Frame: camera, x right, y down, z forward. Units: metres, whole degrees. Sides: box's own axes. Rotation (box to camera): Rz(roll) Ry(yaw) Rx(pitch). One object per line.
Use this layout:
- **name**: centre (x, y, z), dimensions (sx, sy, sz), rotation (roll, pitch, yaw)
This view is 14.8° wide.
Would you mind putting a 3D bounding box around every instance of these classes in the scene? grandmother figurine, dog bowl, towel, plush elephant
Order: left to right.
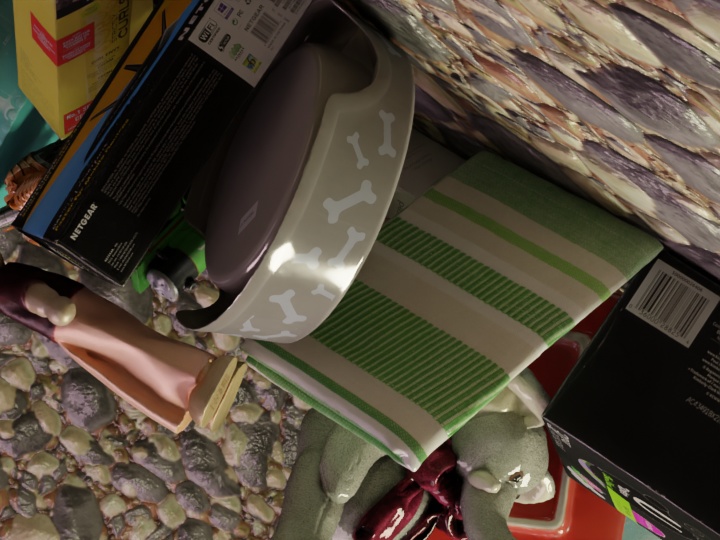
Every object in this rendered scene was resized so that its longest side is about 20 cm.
- **grandmother figurine**: centre (-0.166, 0.027, 1.561), dimensions (0.199, 0.061, 0.121), rotation (26, 168, 9)
- **dog bowl**: centre (-0.036, -0.051, 1.521), dimensions (0.058, 0.201, 0.200), rotation (21, 179, -19)
- **plush elephant**: centre (0.045, 0.128, 1.655), dimensions (0.154, 0.201, 0.165), rotation (-2, 148, 15)
- **towel**: centre (0.050, 0.018, 1.559), dimensions (0.152, 0.200, 0.023), rotation (30, 150, 40)

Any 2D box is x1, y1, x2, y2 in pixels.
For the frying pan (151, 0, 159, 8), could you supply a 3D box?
- **frying pan**: centre (-0.100, -0.108, 1.723), dimensions (0.115, 0.031, 0.191), rotation (35, 158, 51)

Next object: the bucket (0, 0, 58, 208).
- **bucket**: centre (-0.260, -0.139, 1.814), dimensions (0.134, 0.208, 0.207), rotation (31, 174, 4)

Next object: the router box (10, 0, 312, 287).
- **router box**: centre (-0.112, -0.091, 1.551), dimensions (0.051, 0.201, 0.149), rotation (35, 174, -16)

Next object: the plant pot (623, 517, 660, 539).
- **plant pot**: centre (0.230, 0.278, 2.653), dimensions (0.200, 0.196, 0.196), rotation (49, 168, -29)

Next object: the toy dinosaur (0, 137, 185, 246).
- **toy dinosaur**: centre (-0.180, -0.048, 1.773), dimensions (0.200, 0.135, 0.103), rotation (-102, -10, -70)

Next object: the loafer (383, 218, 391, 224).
- **loafer**: centre (0.000, 0.000, 1.668), dimensions (0.200, 0.068, 0.076), rotation (32, 148, 42)

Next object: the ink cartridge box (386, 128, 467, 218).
- **ink cartridge box**: centre (-0.025, -0.051, 1.751), dimensions (0.199, 0.067, 0.117), rotation (32, 129, 23)

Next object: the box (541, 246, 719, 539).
- **box**: centre (0.204, 0.094, 1.629), dimensions (0.148, 0.125, 0.200), rotation (33, 173, 15)

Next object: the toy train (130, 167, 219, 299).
- **toy train**: centre (-0.071, -0.056, 1.637), dimensions (0.056, 0.200, 0.042), rotation (34, 155, 18)

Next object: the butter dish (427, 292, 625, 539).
- **butter dish**: centre (0.086, 0.113, 1.821), dimensions (0.198, 0.201, 0.148), rotation (7, 168, 10)

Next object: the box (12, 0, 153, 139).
- **box**: centre (-0.164, -0.157, 1.633), dimensions (0.050, 0.075, 0.200), rotation (51, 160, 17)
